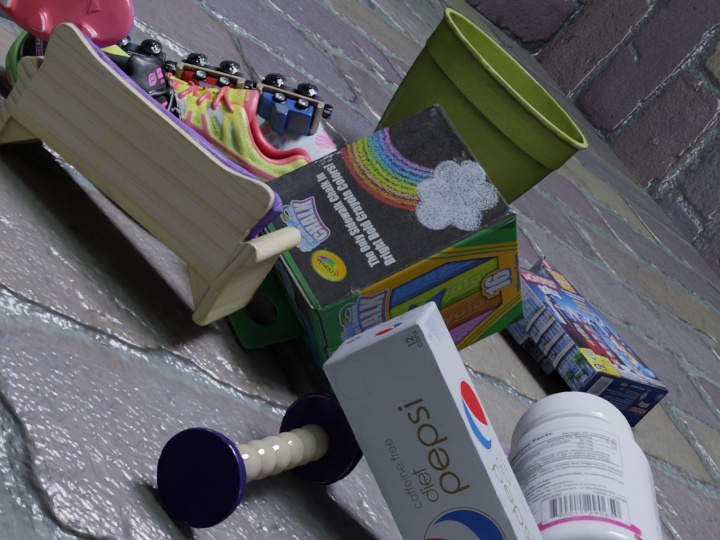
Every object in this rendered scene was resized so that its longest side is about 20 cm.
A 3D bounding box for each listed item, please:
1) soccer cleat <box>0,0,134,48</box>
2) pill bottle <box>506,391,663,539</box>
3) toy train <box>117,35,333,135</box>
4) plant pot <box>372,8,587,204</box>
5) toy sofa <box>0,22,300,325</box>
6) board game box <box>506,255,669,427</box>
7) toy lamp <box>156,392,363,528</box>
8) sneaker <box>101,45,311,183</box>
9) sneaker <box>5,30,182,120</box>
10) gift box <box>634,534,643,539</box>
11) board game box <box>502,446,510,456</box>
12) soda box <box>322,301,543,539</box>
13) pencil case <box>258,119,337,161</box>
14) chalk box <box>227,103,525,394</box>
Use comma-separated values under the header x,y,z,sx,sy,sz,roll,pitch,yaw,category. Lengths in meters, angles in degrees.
x,y,z,sx,sy,sz,roll,pitch,yaw,category
-0.244,-0.197,0.980,0.197,0.068,0.076,15,3,-1,soccer cleat
0.152,0.174,1.012,0.113,0.113,0.201,40,22,-11,pill bottle
-0.119,-0.150,1.185,0.197,0.034,0.046,15,44,-3,toy train
0.098,-0.128,1.503,0.200,0.193,0.201,39,17,-14,plant pot
-0.132,-0.067,0.934,0.199,0.098,0.083,39,16,9,toy sofa
0.212,0.064,1.546,0.199,0.062,0.201,19,29,-56,board game box
-0.045,0.103,0.837,0.058,0.058,0.200,48,16,15,toy lamp
-0.121,-0.118,1.136,0.199,0.090,0.078,39,18,-13,sneaker
-0.158,-0.104,1.024,0.200,0.084,0.077,41,17,-10,sneaker
0.187,0.254,0.780,0.183,0.187,0.201,23,27,-41,gift box
0.177,0.203,1.155,0.157,0.039,0.201,34,19,-33,board game box
0.053,0.127,0.878,0.202,0.067,0.064,65,15,-4,soda box
-0.024,-0.040,1.194,0.201,0.083,0.091,55,0,32,pencil case
0.000,0.000,1.023,0.125,0.198,0.125,58,-11,37,chalk box
